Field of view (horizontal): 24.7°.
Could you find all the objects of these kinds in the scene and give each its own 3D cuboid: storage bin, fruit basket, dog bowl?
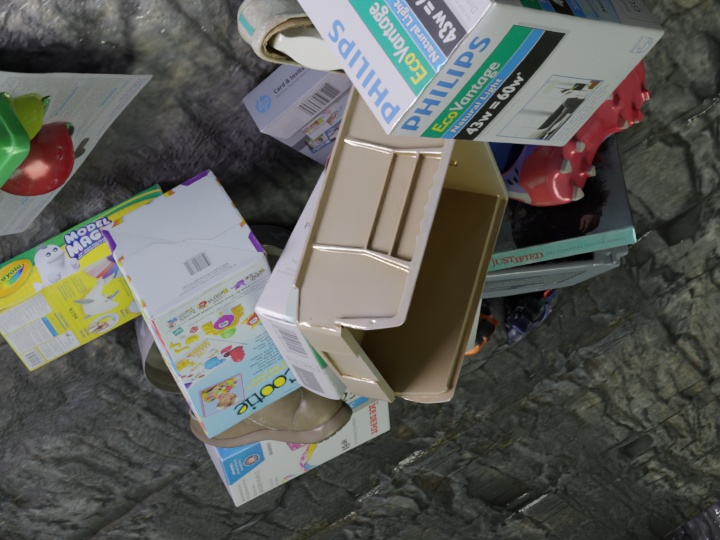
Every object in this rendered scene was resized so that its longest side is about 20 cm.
[{"bbox_3d":[0.034,-0.014,1.279,0.093,0.200,0.200,11,163,17],"label":"storage bin"},{"bbox_3d":[-0.265,-0.084,1.168,0.185,0.094,0.200,-45,167,29],"label":"fruit basket"},{"bbox_3d":[-0.122,0.034,1.539,0.199,0.059,0.200,-24,155,-12],"label":"dog bowl"}]

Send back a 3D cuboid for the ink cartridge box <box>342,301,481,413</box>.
[{"bbox_3d":[0.029,0.049,1.591,0.199,0.045,0.177,-27,144,-24],"label":"ink cartridge box"}]

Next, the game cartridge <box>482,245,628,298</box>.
[{"bbox_3d":[0.133,-0.001,1.533,0.198,0.042,0.133,-6,174,-23],"label":"game cartridge"}]

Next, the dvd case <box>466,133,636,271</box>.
[{"bbox_3d":[0.159,-0.079,1.445,0.145,0.201,0.022,-11,128,10],"label":"dvd case"}]

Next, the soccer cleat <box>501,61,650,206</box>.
[{"bbox_3d":[0.187,-0.128,1.426,0.200,0.076,0.067,-54,132,-37],"label":"soccer cleat"}]

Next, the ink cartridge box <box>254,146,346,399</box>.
[{"bbox_3d":[-0.009,-0.013,1.355,0.201,0.050,0.161,-62,158,-18],"label":"ink cartridge box"}]

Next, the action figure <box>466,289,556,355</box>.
[{"bbox_3d":[0.141,0.038,1.784,0.193,0.105,0.200,-43,177,13],"label":"action figure"}]

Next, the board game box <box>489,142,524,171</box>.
[{"bbox_3d":[0.172,-0.195,1.405,0.152,0.045,0.201,-41,160,-26],"label":"board game box"}]

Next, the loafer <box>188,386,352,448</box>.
[{"bbox_3d":[-0.092,0.123,1.564,0.199,0.068,0.076,-7,-158,40],"label":"loafer"}]

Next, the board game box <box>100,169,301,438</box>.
[{"bbox_3d":[-0.125,0.031,1.360,0.104,0.103,0.201,-29,147,-10],"label":"board game box"}]

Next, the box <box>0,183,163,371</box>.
[{"bbox_3d":[-0.215,0.001,1.394,0.199,0.049,0.118,-26,153,-6],"label":"box"}]

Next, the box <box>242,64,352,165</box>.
[{"bbox_3d":[0.015,-0.149,1.375,0.156,0.041,0.200,-39,153,15],"label":"box"}]

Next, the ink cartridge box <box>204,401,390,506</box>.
[{"bbox_3d":[-0.071,0.156,1.784,0.199,0.085,0.145,-27,154,-10],"label":"ink cartridge box"}]

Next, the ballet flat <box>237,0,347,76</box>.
[{"bbox_3d":[0.002,-0.165,1.239,0.198,0.063,0.068,5,124,-22],"label":"ballet flat"}]

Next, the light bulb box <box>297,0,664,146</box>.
[{"bbox_3d":[0.071,-0.201,1.159,0.199,0.199,0.125,-2,141,-47],"label":"light bulb box"}]
